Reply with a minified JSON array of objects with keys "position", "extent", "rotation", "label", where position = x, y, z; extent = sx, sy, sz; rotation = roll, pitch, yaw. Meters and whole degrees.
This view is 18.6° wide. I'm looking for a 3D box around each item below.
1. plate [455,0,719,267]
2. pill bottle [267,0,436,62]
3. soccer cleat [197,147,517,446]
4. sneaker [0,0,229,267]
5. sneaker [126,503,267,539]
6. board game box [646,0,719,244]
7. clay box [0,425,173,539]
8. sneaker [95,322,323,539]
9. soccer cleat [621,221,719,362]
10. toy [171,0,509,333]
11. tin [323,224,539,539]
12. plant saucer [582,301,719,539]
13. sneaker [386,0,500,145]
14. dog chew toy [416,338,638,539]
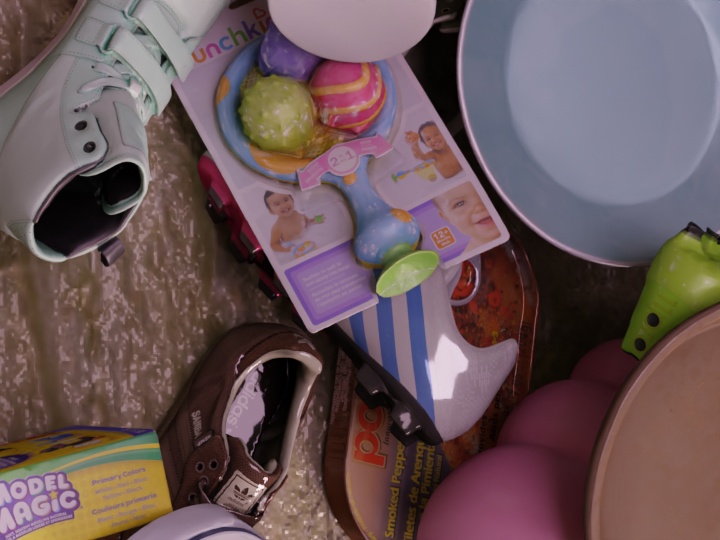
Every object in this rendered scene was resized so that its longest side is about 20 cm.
[{"position":[0.137,-0.102,1.170],"extent":[0.198,0.026,0.202],"rotation":[2,86,-23],"label":"plate"},{"position":[0.001,-0.209,1.119],"extent":[0.112,0.113,0.201],"rotation":[23,51,-25],"label":"pill bottle"},{"position":[0.000,0.000,1.150],"extent":[0.086,0.070,0.200],"rotation":[-40,83,-11],"label":"soccer cleat"},{"position":[-0.106,-0.087,1.070],"extent":[0.201,0.118,0.074],"rotation":[-47,133,-3],"label":"sneaker"},{"position":[-0.055,0.165,1.074],"extent":[0.073,0.071,0.200],"rotation":[-55,151,8],"label":"sneaker"},{"position":[0.235,-0.084,1.284],"extent":[0.199,0.097,0.161],"rotation":[17,81,-26],"label":"board game box"},{"position":[-0.202,0.118,1.040],"extent":[0.198,0.115,0.048],"rotation":[-13,93,-28],"label":"clay box"},{"position":[-0.082,0.115,1.125],"extent":[0.070,0.075,0.201],"rotation":[29,75,-23],"label":"sneaker"},{"position":[0.199,0.025,1.173],"extent":[0.199,0.067,0.081],"rotation":[11,114,-56],"label":"soccer cleat"},{"position":[-0.019,-0.079,1.113],"extent":[0.114,0.047,0.201],"rotation":[-25,69,-11],"label":"toy"},{"position":[0.038,0.064,1.211],"extent":[0.111,0.042,0.202],"rotation":[11,84,-31],"label":"tin"},{"position":[0.193,0.107,1.101],"extent":[0.198,0.029,0.202],"rotation":[-5,103,-24],"label":"plant saucer"},{"position":[0.056,-0.128,1.197],"extent":[0.067,0.090,0.201],"rotation":[41,71,-19],"label":"sneaker"},{"position":[0.116,0.116,1.169],"extent":[0.125,0.124,0.200],"rotation":[48,59,-18],"label":"dog chew toy"}]
